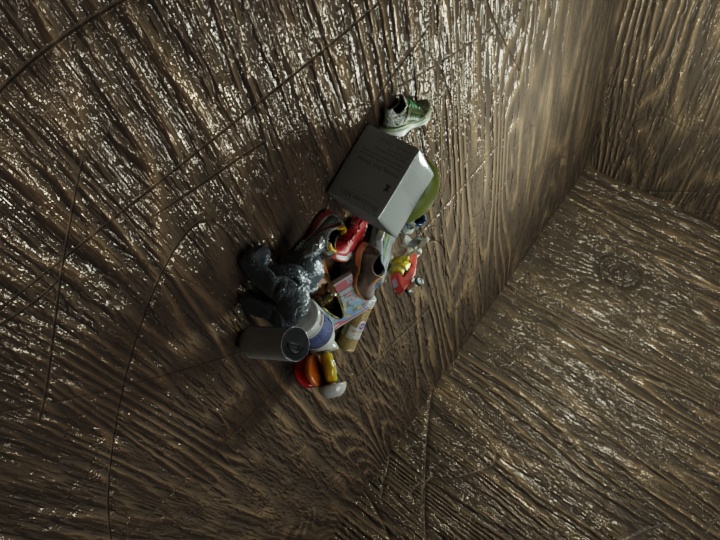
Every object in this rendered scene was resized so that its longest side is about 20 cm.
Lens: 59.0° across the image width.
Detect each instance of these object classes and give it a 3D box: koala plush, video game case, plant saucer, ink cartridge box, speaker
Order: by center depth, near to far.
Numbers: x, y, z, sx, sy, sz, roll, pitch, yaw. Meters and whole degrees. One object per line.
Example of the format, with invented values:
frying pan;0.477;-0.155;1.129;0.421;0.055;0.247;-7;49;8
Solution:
koala plush;-0.154;0.019;1.486;0.200;0.183;0.178;-41;151;-44
speaker;-0.208;0.174;1.520;0.081;0.199;0.082;4;84;-39
plant saucer;0.119;-0.223;1.725;0.031;0.199;0.201;34;87;-50
video game case;-0.062;0.095;1.852;0.142;0.017;0.200;-32;145;-4
video game case;0.076;-0.095;1.866;0.183;0.022;0.201;87;16;-48
ink cartridge box;0.000;0.000;1.896;0.116;0.068;0.201;-44;152;-31

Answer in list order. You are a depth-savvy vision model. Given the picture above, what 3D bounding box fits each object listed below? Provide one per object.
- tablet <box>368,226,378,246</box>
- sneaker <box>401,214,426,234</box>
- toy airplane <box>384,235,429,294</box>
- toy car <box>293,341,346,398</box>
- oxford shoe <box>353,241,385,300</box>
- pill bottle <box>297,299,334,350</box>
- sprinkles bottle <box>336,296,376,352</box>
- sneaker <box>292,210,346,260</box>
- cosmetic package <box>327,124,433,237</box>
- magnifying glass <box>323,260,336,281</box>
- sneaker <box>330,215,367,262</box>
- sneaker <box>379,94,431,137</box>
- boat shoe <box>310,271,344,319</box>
tablet;0.068;-0.120;1.961;0.130;0.014;0.201;-34;146;-46
sneaker;0.162;-0.156;2.002;0.077;0.085;0.200;-56;163;-14
toy airplane;0.133;-0.039;2.034;0.201;0.140;0.199;-62;-161;6
toy car;-0.128;0.299;1.905;0.148;0.177;0.200;-13;171;-2
oxford shoe;0.028;0.016;1.789;0.071;0.072;0.201;-46;147;-35
pill bottle;-0.137;0.154;1.752;0.111;0.110;0.200;-54;156;-10
sprinkles bottle;-0.015;0.165;2.060;0.068;0.068;0.201;-12;129;-59
sneaker;-0.110;-0.053;1.602;0.201;0.082;0.078;-57;157;-2
cosmetic package;0.055;-0.224;1.622;0.201;0.167;0.166;-59;157;-2
magnifying glass;-0.097;0.028;1.796;0.080;0.022;0.201;-49;154;-22
sneaker;-0.041;-0.093;1.725;0.200;0.078;0.117;-26;133;-70
sneaker;0.124;-0.419;1.659;0.200;0.076;0.089;-42;143;-39
boat shoe;-0.094;0.059;1.720;0.072;0.068;0.200;-38;136;0
